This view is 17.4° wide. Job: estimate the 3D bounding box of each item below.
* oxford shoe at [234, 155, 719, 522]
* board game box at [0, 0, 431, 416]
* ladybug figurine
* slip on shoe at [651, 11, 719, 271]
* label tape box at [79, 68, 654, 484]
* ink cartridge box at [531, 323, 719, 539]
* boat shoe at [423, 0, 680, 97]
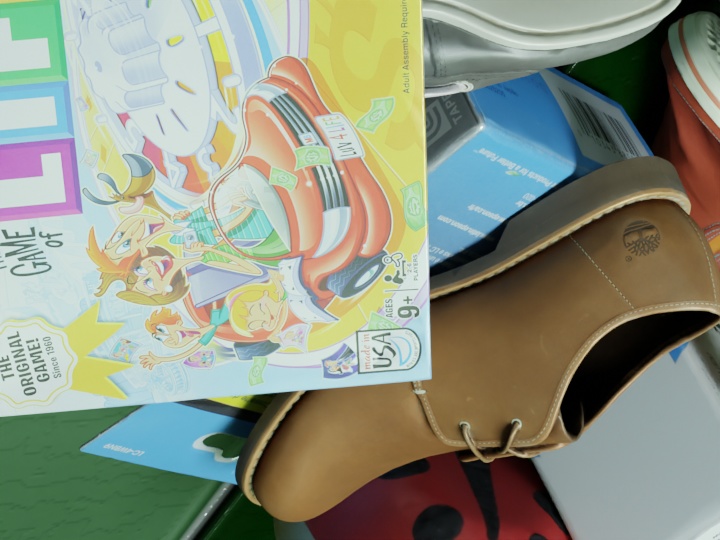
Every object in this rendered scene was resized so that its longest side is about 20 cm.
[{"bbox_3d":[0.040,0.042,0.834,0.199,0.072,0.071,-35,152,20],"label":"oxford shoe"},{"bbox_3d":[-0.050,-0.058,0.639,0.133,0.034,0.201,-5,119,-3],"label":"board game box"},{"bbox_3d":[0.034,0.110,0.975,0.135,0.200,0.072,18,108,-16],"label":"ladybug figurine"},{"bbox_3d":[0.140,-0.036,0.924,0.061,0.074,0.200,-25,156,4],"label":"slip on shoe"},{"bbox_3d":[0.000,0.000,0.872,0.200,0.066,0.143,-37,149,24],"label":"label tape box"},{"bbox_3d":[0.147,0.080,1.034,0.084,0.147,0.200,-37,150,16],"label":"ink cartridge box"},{"bbox_3d":[0.006,-0.085,0.746,0.199,0.067,0.057,-7,162,-23],"label":"boat shoe"}]
